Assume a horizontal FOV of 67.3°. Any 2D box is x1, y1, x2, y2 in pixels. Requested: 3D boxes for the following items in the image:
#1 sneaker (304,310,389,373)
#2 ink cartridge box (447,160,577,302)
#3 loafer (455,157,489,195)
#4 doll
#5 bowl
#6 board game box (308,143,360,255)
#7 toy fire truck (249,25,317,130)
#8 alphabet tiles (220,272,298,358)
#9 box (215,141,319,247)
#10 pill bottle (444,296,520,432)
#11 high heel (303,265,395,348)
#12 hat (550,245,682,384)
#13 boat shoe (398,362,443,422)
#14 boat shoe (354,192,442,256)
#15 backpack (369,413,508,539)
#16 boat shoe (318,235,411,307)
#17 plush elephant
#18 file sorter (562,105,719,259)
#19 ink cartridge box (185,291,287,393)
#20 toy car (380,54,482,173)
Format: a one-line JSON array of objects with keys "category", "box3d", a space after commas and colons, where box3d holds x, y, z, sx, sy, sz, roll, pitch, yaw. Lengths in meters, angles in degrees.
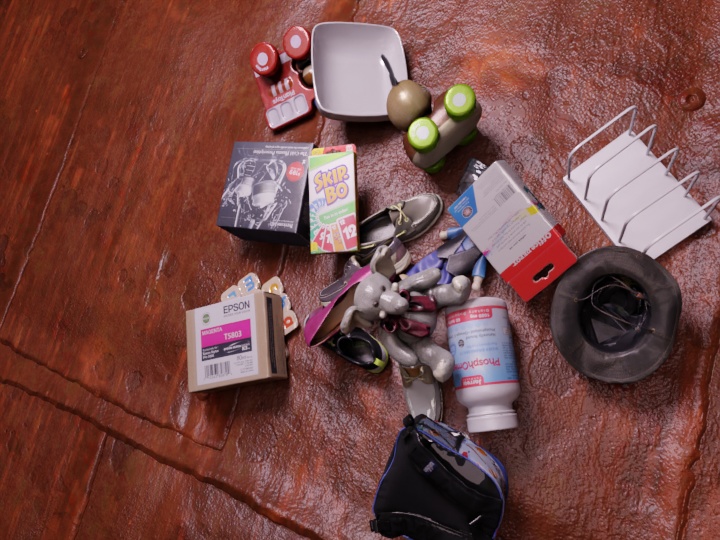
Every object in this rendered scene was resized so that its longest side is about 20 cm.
[{"category": "sneaker", "box3d": [-0.030, 0.123, 1.005, 0.196, 0.083, 0.073, 25, 86, 25]}, {"category": "ink cartridge box", "box3d": [0.253, -0.066, 0.892, 0.116, 0.067, 0.202, -43, 79, 28]}, {"category": "loafer", "box3d": [0.257, -0.119, 0.963, 0.199, 0.072, 0.073, 43, 109, 29]}, {"category": "doll", "box3d": [0.172, -0.016, 0.976, 0.198, 0.049, 0.138, -37, 59, 3]}, {"category": "bowl", "box3d": [-0.006, -0.389, 1.096, 0.193, 0.075, 0.207, -2, 76, -12]}, {"category": "board game box", "box3d": [-0.051, -0.136, 1.024, 0.092, 0.030, 0.207, -3, 83, 15]}, {"category": "toy fire truck", "box3d": [-0.138, -0.419, 1.182, 0.195, 0.112, 0.173, -18, 95, 16]}, {"category": "alphabet tiles", "box3d": [-0.221, 0.113, 1.121, 0.193, 0.015, 0.204, -34, 67, 14]}, {"category": "box", "box3d": [-0.176, -0.159, 1.122, 0.194, 0.104, 0.188, 6, 80, 23]}, {"category": "pill bottle", "box3d": [0.203, 0.155, 0.889, 0.105, 0.108, 0.207, -11, 73, 18]}, {"category": "high heel", "box3d": [-0.015, 0.066, 0.955, 0.198, 0.068, 0.097, -38, 22, 14]}, {"category": "hat", "box3d": [0.392, 0.067, 0.845, 0.194, 0.080, 0.208, 0, 90, 24]}, {"category": "boat shoe", "box3d": [0.097, 0.176, 0.948, 0.073, 0.068, 0.206, -16, 72, 17]}, {"category": "boat shoe", "box3d": [0.065, -0.089, 1.031, 0.198, 0.060, 0.074, -29, 68, 13]}, {"category": "backpack", "box3d": [0.133, 0.343, 0.843, 0.187, 0.153, 0.206, 26, 107, 25]}, {"category": "boat shoe", "box3d": [0.000, 0.000, 1.017, 0.196, 0.072, 0.066, -28, 111, 15]}, {"category": "plush elephant", "box3d": [0.057, 0.057, 0.859, 0.197, 0.153, 0.169, 15, 82, 44]}, {"category": "file sorter", "box3d": [0.438, -0.133, 0.857, 0.137, 0.124, 0.203, -34, 67, 9]}, {"category": "ink cartridge box", "box3d": [-0.249, 0.146, 1.078, 0.194, 0.075, 0.170, -14, 74, 21]}, {"category": "toy car", "box3d": [0.110, -0.307, 0.991, 0.157, 0.164, 0.202, -39, 78, 8]}]
